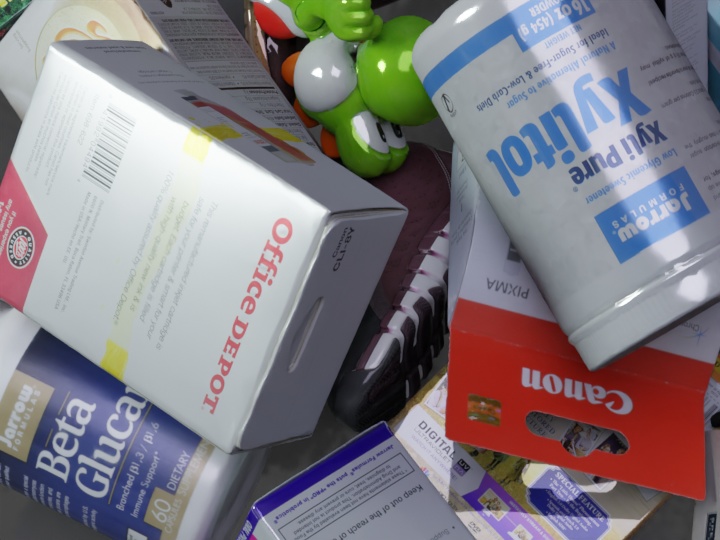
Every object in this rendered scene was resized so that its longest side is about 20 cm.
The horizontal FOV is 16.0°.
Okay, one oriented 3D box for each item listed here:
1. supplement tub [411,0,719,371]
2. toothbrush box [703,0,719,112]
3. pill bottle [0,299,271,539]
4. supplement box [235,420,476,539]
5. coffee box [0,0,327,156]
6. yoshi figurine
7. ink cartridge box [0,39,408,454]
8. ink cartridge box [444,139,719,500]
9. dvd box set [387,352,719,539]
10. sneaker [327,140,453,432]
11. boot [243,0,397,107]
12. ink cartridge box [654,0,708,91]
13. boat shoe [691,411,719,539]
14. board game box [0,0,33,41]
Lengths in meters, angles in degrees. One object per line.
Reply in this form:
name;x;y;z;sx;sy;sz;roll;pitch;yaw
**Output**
supplement tub;0.127;-0.064;1.361;0.131;0.132;0.201;-29;83;-8
toothbrush box;0.213;-0.153;1.484;0.085;0.147;0.200;-33;74;-10
pill bottle;-0.155;0.080;1.434;0.199;0.111;0.112;25;74;9
supplement box;0.024;0.202;1.382;0.103;0.101;0.200;-30;71;-32
coffee box;-0.112;-0.082;1.471;0.114;0.080;0.201;-45;69;30
yoshi figurine;-0.003;-0.156;1.451;0.112;0.112;0.201;-23;91;-21
ink cartridge box;-0.093;-0.015;1.364;0.199;0.083;0.146;33;110;26
ink cartridge box;0.130;0.013;1.425;0.161;0.057;0.201;14;51;-15
dvd box set;0.110;0.094;1.466;0.146;0.029;0.200;43;79;13
sneaker;0.000;0.000;1.473;0.115;0.076;0.200;21;52;16
boot;0.018;-0.182;1.534;0.165;0.072;0.201;4;69;4
ink cartridge box;0.152;-0.164;1.418;0.037;0.201;0.095;-30;54;-18
boat shoe;0.229;0.181;1.419;0.092;0.075;0.202;11;86;-16
board game box;-0.285;-0.147;1.539;0.200;0.023;0.105;-40;75;-20
